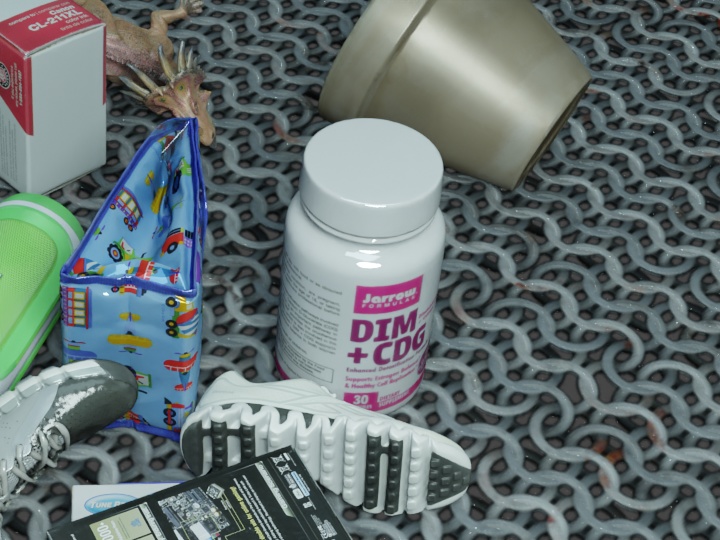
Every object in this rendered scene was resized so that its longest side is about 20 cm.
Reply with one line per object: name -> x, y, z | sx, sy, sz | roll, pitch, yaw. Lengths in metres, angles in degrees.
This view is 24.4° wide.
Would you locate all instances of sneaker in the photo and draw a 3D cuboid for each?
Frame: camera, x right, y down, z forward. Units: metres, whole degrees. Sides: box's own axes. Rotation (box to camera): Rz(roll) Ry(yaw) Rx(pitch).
sneaker -> -0.020, 0.112, 1.149 | 0.199, 0.075, 0.081 | 12, 31, 2
sneaker -> -0.226, 0.142, 1.081 | 0.200, 0.075, 0.116 | -23, 53, -6

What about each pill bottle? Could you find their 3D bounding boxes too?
pill bottle -> 0.000, 0.000, 1.172 | 0.113, 0.200, 0.114 | 3, 43, -3

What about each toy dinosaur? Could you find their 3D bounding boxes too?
toy dinosaur -> -0.205, -0.185, 1.410 | 0.199, 0.086, 0.136 | 15, 29, -11

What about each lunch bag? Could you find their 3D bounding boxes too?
lunch bag -> -0.150, -0.004, 1.194 | 0.094, 0.151, 0.200 | 7, 43, 0

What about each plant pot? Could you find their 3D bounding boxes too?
plant pot -> 0.091, -0.164, 1.391 | 0.173, 0.200, 0.200 | 35, 47, 6

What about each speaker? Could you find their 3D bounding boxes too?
speaker -> -0.268, 0.033, 1.189 | 0.088, 0.089, 0.200 | 15, 43, 9

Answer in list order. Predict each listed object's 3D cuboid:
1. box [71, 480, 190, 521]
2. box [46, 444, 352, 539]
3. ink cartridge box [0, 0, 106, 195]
box -> -0.125, 0.204, 1.055 | 0.119, 0.042, 0.200 | -1, 45, -8
box -> -0.068, 0.220, 0.954 | 0.163, 0.086, 0.200 | -18, 49, -24
ink cartridge box -> -0.302, -0.176, 1.365 | 0.200, 0.146, 0.083 | 37, 49, 28
